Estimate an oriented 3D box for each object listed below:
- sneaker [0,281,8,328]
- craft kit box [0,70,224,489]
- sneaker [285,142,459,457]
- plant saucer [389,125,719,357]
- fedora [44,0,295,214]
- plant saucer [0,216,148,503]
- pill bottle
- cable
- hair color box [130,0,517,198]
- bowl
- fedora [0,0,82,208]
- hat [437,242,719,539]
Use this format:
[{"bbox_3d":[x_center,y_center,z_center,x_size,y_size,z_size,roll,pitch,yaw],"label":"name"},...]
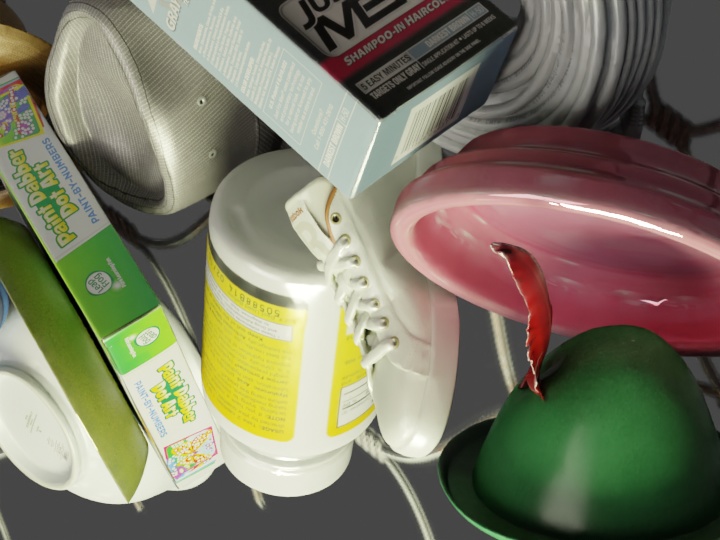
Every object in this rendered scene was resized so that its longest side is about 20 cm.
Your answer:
[{"bbox_3d":[-0.291,-0.015,1.558,0.200,0.082,0.074,36,114,39],"label":"sneaker"},{"bbox_3d":[-0.159,0.008,1.372,0.200,0.048,0.198,55,173,30],"label":"craft kit box"},{"bbox_3d":[0.000,0.000,1.173,0.073,0.084,0.201,137,133,-59],"label":"sneaker"},{"bbox_3d":[0.115,-0.016,1.076,0.200,0.051,0.201,14,162,4],"label":"plant saucer"},{"bbox_3d":[-0.120,-0.111,1.292,0.177,0.090,0.200,26,136,32],"label":"fedora"},{"bbox_3d":[-0.178,0.046,1.366,0.200,0.031,0.200,58,173,12],"label":"plant saucer"},{"bbox_3d":[-0.037,0.037,1.306,0.111,0.111,0.200,33,139,25],"label":"pill bottle"},{"bbox_3d":[0.058,-0.149,1.081,0.200,0.069,0.200,37,141,22],"label":"cable"},{"bbox_3d":[-0.036,-0.137,1.054,0.200,0.099,0.061,42,144,16],"label":"hair color box"},{"bbox_3d":[-0.196,0.086,1.544,0.201,0.090,0.202,29,138,30],"label":"bowl"},{"bbox_3d":[-0.254,-0.116,1.419,0.201,0.200,0.082,119,150,-52],"label":"fedora"},{"bbox_3d":[0.121,0.031,1.097,0.200,0.165,0.177,-117,24,-68],"label":"hat"}]
